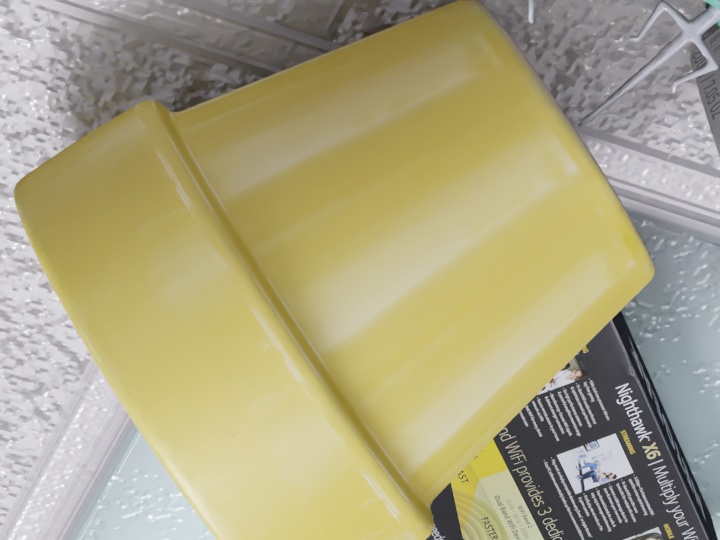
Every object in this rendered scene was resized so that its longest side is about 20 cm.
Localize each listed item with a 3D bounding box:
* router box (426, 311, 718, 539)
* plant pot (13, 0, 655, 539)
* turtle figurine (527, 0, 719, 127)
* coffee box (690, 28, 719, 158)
[{"bbox_3d":[0.062,0.093,1.199,0.157,0.052,0.200,-19,131,9],"label":"router box"},{"bbox_3d":[0.000,0.000,1.028,0.189,0.201,0.201,-33,129,2],"label":"plant pot"},{"bbox_3d":[0.090,-0.156,0.952,0.150,0.101,0.200,15,114,-46],"label":"turtle figurine"},{"bbox_3d":[0.275,-0.031,1.020,0.198,0.200,0.200,-38,125,23],"label":"coffee box"}]
